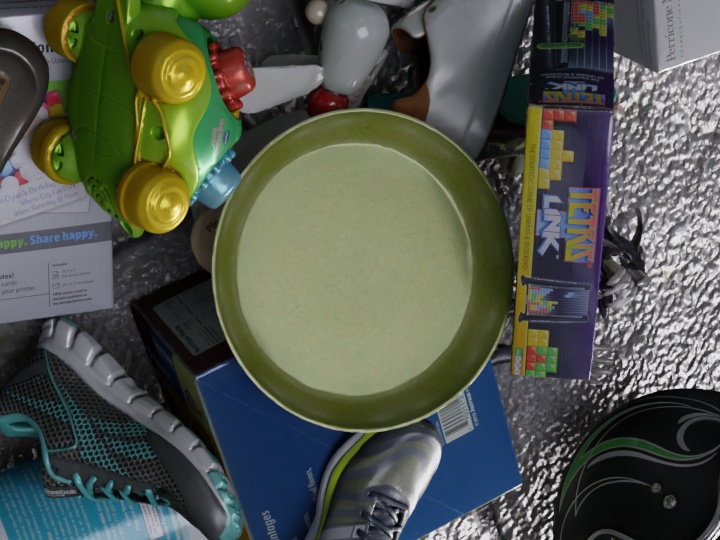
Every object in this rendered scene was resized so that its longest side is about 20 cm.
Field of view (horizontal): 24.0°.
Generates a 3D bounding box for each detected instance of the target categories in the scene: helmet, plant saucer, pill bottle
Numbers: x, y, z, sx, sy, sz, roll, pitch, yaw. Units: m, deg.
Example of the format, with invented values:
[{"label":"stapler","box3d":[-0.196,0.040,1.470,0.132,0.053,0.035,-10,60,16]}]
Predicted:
[{"label":"helmet","box3d":[0.245,0.192,1.317,0.199,0.190,0.202,14,69,-42]},{"label":"plant saucer","box3d":[0.000,0.000,1.066,0.198,0.031,0.202,0,89,-18]},{"label":"pill bottle","box3d":[-0.202,0.179,1.138,0.198,0.111,0.112,-18,116,-19]}]

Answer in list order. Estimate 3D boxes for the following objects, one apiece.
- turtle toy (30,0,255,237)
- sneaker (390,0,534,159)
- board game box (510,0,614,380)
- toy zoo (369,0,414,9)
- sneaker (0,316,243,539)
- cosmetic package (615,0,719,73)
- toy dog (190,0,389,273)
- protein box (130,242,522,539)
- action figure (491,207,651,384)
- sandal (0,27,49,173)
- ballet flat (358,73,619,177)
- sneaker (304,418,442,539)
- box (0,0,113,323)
[{"label":"turtle toy","box3d":[-0.117,-0.116,1.009,0.100,0.145,0.202,-3,110,-39]},{"label":"sneaker","box3d":[0.071,-0.181,1.142,0.084,0.073,0.202,19,75,-4]},{"label":"board game box","box3d":[0.132,-0.058,1.100,0.056,0.166,0.201,3,125,5]},{"label":"toy zoo","box3d":[-0.013,-0.249,1.117,0.198,0.020,0.132,6,107,-28]},{"label":"sneaker","box3d":[-0.159,0.121,1.084,0.091,0.200,0.078,-45,152,-15]},{"label":"cosmetic package","box3d":[0.272,-0.230,1.229,0.199,0.081,0.114,-23,120,-18]},{"label":"toy dog","box3d":[-0.066,-0.096,1.109,0.096,0.132,0.201,31,86,0]},{"label":"protein box","box3d":[-0.022,0.087,1.175,0.199,0.135,0.200,-25,119,-15]},{"label":"action figure","box3d":[0.157,0.026,1.254,0.199,0.102,0.120,-28,138,-24]},{"label":"sandal","box3d":[-0.247,-0.049,1.007,0.081,0.055,0.201,30,105,-26]},{"label":"ballet flat","box3d":[0.088,-0.097,1.206,0.198,0.069,0.072,-9,131,-19]},{"label":"sneaker","box3d":[0.001,0.188,1.098,0.073,0.081,0.201,22,99,-32]},{"label":"box","box3d":[-0.236,-0.065,1.069,0.155,0.041,0.202,-7,111,-24]}]
